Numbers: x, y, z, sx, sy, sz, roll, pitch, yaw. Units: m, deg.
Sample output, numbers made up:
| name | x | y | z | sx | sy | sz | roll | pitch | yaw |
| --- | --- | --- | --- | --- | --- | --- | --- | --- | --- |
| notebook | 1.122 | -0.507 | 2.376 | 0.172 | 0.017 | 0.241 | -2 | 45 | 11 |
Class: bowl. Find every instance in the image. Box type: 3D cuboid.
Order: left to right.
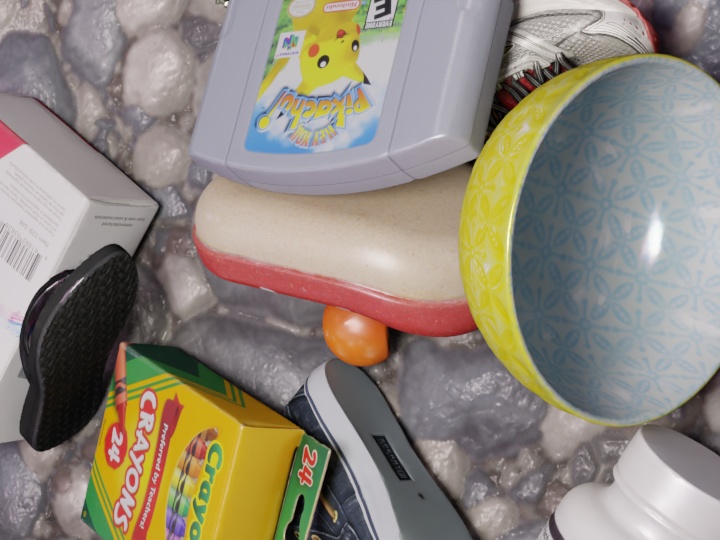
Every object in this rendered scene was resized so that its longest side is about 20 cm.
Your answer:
| name | x | y | z | sx | sy | sz | roll | pitch | yaw |
| --- | --- | --- | --- | --- | --- | --- | --- | --- | --- |
| bowl | 0.119 | -0.021 | 1.014 | 0.107 | 0.199 | 0.202 | 11 | 96 | 51 |

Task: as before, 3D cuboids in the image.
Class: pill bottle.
| name | x | y | z | sx | sy | sz | roll | pitch | yaw |
| --- | --- | --- | --- | --- | --- | --- | --- | --- | --- |
| pill bottle | 0.140 | 0.191 | 1.033 | 0.111 | 0.111 | 0.201 | 38 | 108 | 24 |

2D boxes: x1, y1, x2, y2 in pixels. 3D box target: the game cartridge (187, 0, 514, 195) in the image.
| name | x | y | z | sx | sy | sz | roll | pitch | yaw |
| --- | --- | --- | --- | --- | --- | --- | --- | --- | --- |
| game cartridge | -0.011 | -0.110 | 1.058 | 0.199 | 0.040 | 0.135 | -1 | 70 | 36 |

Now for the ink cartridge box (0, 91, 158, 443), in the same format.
| name | x | y | z | sx | sy | sz | roll | pitch | yaw |
| --- | --- | --- | --- | --- | --- | --- | --- | --- | --- |
| ink cartridge box | -0.250 | -0.003 | 1.268 | 0.147 | 0.085 | 0.201 | 39 | 110 | 25 |

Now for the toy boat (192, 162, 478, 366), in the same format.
| name | x | y | z | sx | sy | sz | roll | pitch | yaw |
| --- | --- | --- | --- | --- | --- | --- | --- | --- | --- |
| toy boat | 0.000 | 0.000 | 1.123 | 0.199 | 0.130 | 0.132 | 13 | 127 | 29 |

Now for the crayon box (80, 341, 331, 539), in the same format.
| name | x | y | z | sx | sy | sz | roll | pitch | yaw |
| --- | --- | --- | --- | --- | --- | --- | --- | --- | --- |
| crayon box | -0.102 | 0.135 | 1.161 | 0.199 | 0.050 | 0.128 | 24 | 103 | 52 |

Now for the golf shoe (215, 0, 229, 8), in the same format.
| name | x | y | z | sx | sy | sz | roll | pitch | yaw |
| --- | --- | --- | --- | --- | --- | --- | --- | --- | --- |
| golf shoe | -0.127 | -0.246 | 1.205 | 0.200 | 0.077 | 0.088 | 42 | 102 | 22 |

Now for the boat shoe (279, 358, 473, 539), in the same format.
| name | x | y | z | sx | sy | sz | roll | pitch | yaw |
| --- | --- | --- | --- | --- | --- | --- | --- | --- | --- |
| boat shoe | 0.003 | 0.158 | 1.130 | 0.091 | 0.071 | 0.201 | -47 | 54 | 27 |

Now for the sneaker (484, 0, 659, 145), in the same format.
| name | x | y | z | sx | sy | sz | roll | pitch | yaw |
| --- | --- | --- | --- | --- | --- | --- | --- | --- | --- |
| sneaker | 0.080 | -0.106 | 1.068 | 0.198 | 0.078 | 0.083 | -14 | 55 | 26 |

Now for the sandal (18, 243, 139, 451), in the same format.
| name | x | y | z | sx | sy | sz | roll | pitch | yaw |
| --- | --- | --- | --- | --- | --- | --- | --- | --- | --- |
| sandal | -0.198 | 0.047 | 1.207 | 0.048 | 0.075 | 0.201 | 46 | 140 | 19 |
